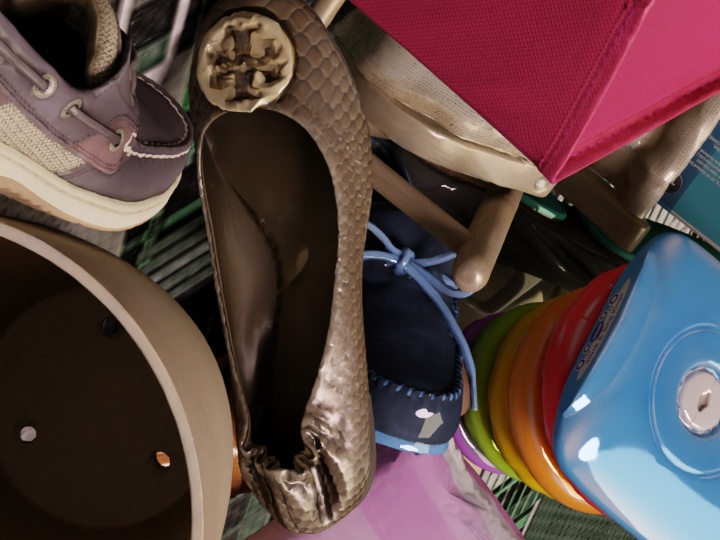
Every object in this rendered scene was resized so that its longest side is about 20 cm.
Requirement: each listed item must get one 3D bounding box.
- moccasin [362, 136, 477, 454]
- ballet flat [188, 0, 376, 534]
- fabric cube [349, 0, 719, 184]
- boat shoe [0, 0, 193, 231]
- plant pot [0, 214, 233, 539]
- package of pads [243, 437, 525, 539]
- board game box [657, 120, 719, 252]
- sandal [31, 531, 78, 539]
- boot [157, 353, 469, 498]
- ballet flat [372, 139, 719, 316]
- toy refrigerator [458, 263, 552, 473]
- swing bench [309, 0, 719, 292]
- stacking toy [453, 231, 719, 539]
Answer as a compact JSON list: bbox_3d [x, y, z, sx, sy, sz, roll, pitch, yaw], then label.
[{"bbox_3d":[0.000,0.000,1.172,0.080,0.200,0.068,17,112,-23],"label":"moccasin"},{"bbox_3d":[-0.030,-0.003,1.073,0.046,0.067,0.200,-17,104,-62],"label":"ballet flat"},{"bbox_3d":[0.077,-0.182,0.885,0.196,0.199,0.200,-28,153,-46],"label":"fabric cube"},{"bbox_3d":[-0.101,-0.062,0.940,0.065,0.072,0.200,-47,156,14],"label":"boat shoe"},{"bbox_3d":[-0.119,0.062,1.022,0.187,0.187,0.200,-51,175,12],"label":"plant pot"},{"bbox_3d":[-0.014,0.158,1.196,0.200,0.121,0.076,-37,178,13],"label":"package of pads"},{"bbox_3d":[0.158,-0.053,1.375,0.047,0.151,0.200,-53,160,9],"label":"board game box"},{"bbox_3d":[-0.130,0.139,1.087,0.200,0.075,0.045,-14,122,-42],"label":"sandal"},{"bbox_3d":[-0.059,0.063,1.275,0.155,0.074,0.200,-16,177,-21],"label":"boot"},{"bbox_3d":[0.084,-0.006,1.310,0.068,0.200,0.068,-59,-161,20],"label":"ballet flat"},{"bbox_3d":[0.028,0.051,1.424,0.070,0.076,0.200,-33,156,-35],"label":"toy refrigerator"},{"bbox_3d":[0.087,-0.113,1.160,0.199,0.130,0.200,-55,165,19],"label":"swing bench"},{"bbox_3d":[0.078,0.052,1.260,0.200,0.110,0.116,-1,-126,54],"label":"stacking toy"}]
